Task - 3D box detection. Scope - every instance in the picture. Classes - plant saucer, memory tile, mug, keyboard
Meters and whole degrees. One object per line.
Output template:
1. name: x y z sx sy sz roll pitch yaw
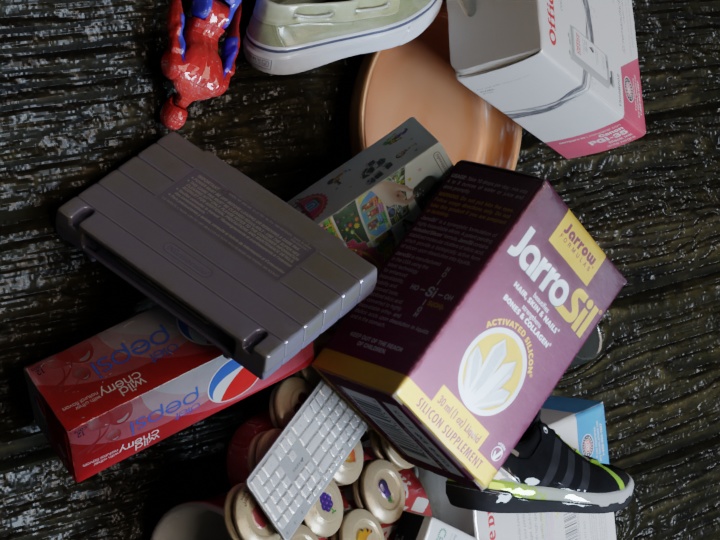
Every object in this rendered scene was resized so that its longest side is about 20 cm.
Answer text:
1. plant saucer: 0.057 -0.122 1.827 0.200 0.037 0.200 -7 100 -46
2. memory tile: -0.023 0.152 1.632 0.153 0.017 0.200 48 44 -29
3. mug: -0.037 0.197 1.680 0.200 0.133 0.178 -17 143 -48
4. keyboard: -0.025 0.115 1.619 0.056 0.011 0.200 63 39 -22

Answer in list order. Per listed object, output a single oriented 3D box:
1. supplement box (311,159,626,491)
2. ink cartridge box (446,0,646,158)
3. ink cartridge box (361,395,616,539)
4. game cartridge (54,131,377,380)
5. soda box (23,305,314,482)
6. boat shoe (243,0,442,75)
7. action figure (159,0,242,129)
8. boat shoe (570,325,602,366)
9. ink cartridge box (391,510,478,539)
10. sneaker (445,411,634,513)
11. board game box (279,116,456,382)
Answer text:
1. supplement box: 0.082 0.039 1.630 0.131 0.103 0.200 46 71 -36
2. ink cartridge box: 0.154 -0.197 1.834 0.200 0.083 0.147 29 53 -54
3. ink cartridge box: 0.099 0.188 1.837 0.200 0.125 0.129 -16 105 -43
4. game cartridge: -0.101 -0.014 1.572 0.130 0.200 0.038 -36 151 -40
5. soda box: -0.133 0.068 1.572 0.200 0.070 0.063 -26 144 -20
6. boat shoe: -0.005 -0.208 1.717 0.200 0.072 0.062 -28 145 -39
7. action figure: -0.108 -0.199 1.640 0.065 0.052 0.200 24 82 -39
8. boat shoe: 0.159 0.024 1.931 0.201 0.063 0.074 47 60 -40
9. ink cartridge box: 0.092 0.266 1.726 0.200 0.039 0.099 32 74 -38
10. sneaker: 0.148 0.147 1.742 0.200 0.072 0.083 5 89 -45
11. board game box: 0.000 0.000 1.699 0.200 0.064 0.148 -35 122 -4
